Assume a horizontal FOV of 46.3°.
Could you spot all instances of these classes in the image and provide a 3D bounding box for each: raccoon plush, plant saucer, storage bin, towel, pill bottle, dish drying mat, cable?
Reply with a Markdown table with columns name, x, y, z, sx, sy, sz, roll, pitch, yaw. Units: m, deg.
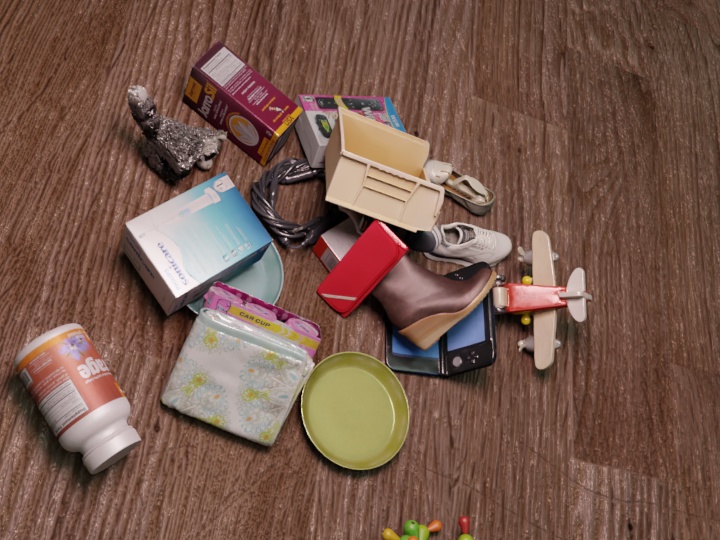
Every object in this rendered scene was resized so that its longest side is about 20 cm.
| name | x | y | z | sx | sy | sz | roll | pitch | yaw |
| --- | --- | --- | --- | --- | --- | --- | --- | --- | --- |
| raccoon plush | -0.305 | -0.252 | 1.452 | 0.096 | 0.202 | 0.134 | 22 | 52 | 26 |
| plant saucer | -0.230 | 0.004 | 1.440 | 0.197 | 0.036 | 0.203 | 9 | 64 | -19 |
| storage bin | 0.039 | -0.172 | 1.448 | 0.196 | 0.095 | 0.201 | 18 | 27 | -14 |
| towel | -0.191 | 0.170 | 1.314 | 0.198 | 0.048 | 0.173 | 25 | 103 | -11 |
| pill bottle | -0.409 | 0.189 | 1.230 | 0.111 | 0.112 | 0.201 | -30 | 81 | -32 |
| dish drying mat | 0.000 | 0.000 | 1.450 | 0.077 | 0.200 | 0.018 | 45 | 38 | 4 |
| cable | -0.109 | -0.134 | 1.557 | 0.163 | 0.051 | 0.200 | 42 | 55 | 7 |
| plant saucer | -0.012 | 0.239 | 1.429 | 0.197 | 0.031 | 0.203 | 10 | 63 | -20 |

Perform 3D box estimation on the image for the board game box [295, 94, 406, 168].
| name | x | y | z | sx | sy | sz | roll | pitch | yaw |
| --- | --- | --- | --- | --- | --- | --- | --- | --- | --- |
| board game box | -0.017 | -0.268 | 1.624 | 0.197 | 0.065 | 0.149 | -3 | 52 | -26 |

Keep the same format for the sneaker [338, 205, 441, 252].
| name | x | y | z | sx | sy | sz | roll | pitch | yaw |
| --- | --- | --- | --- | --- | --- | --- | --- | --- | --- |
| sneaker | 0.047 | -0.083 | 1.502 | 0.198 | 0.079 | 0.079 | 33 | 46 | 12 |

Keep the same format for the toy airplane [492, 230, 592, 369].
| name | x | y | z | sx | sy | sz | roll | pitch | yaw |
| --- | --- | --- | --- | --- | --- | --- | --- | --- | --- |
| toy airplane | 0.343 | 0.055 | 1.607 | 0.200 | 0.141 | 0.199 | -46 | 74 | 0 |

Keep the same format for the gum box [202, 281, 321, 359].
| name | x | y | z | sx | sy | sz | roll | pitch | yaw |
| --- | --- | --- | --- | --- | --- | --- | --- | --- | --- |
| gum box | -0.176 | 0.110 | 1.359 | 0.198 | 0.066 | 0.115 | 24 | 103 | -14 |

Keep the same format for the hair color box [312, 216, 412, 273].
| name | x | y | z | sx | sy | sz | roll | pitch | yaw |
| --- | --- | --- | --- | --- | --- | --- | --- | --- | --- |
| hair color box | 0.021 | -0.053 | 1.562 | 0.199 | 0.064 | 0.111 | -33 | 80 | -31 |

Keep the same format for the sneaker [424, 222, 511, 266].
| name | x | y | z | sx | sy | sz | roll | pitch | yaw |
| --- | --- | --- | --- | --- | --- | --- | --- | --- | --- |
| sneaker | 0.219 | -0.054 | 1.639 | 0.197 | 0.081 | 0.078 | 0 | 65 | -25 |

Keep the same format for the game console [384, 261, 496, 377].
| name | x | y | z | sx | sy | sz | roll | pitch | yaw |
| --- | --- | --- | --- | --- | --- | --- | --- | --- | --- |
| game console | 0.143 | 0.080 | 1.526 | 0.118 | 0.169 | 0.203 | 25 | 55 | -42 |

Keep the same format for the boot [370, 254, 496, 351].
| name | x | y | z | sx | sy | sz | roll | pitch | yaw |
| --- | --- | --- | --- | --- | --- | --- | --- | --- | --- |
| boot | 0.123 | 0.021 | 1.478 | 0.200 | 0.072 | 0.167 | -42 | 91 | -1 |

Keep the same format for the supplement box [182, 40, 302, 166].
| name | x | y | z | sx | sy | sz | roll | pitch | yaw |
| --- | --- | --- | --- | --- | --- | --- | --- | --- | --- |
| supplement box | -0.218 | -0.305 | 1.546 | 0.199 | 0.110 | 0.086 | 38 | 58 | -2 |

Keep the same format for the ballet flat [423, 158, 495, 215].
| name | x | y | z | sx | sy | sz | roll | pitch | yaw |
| --- | --- | --- | --- | --- | --- | --- | --- | --- | --- |
| ballet flat | 0.184 | -0.183 | 1.693 | 0.198 | 0.064 | 0.068 | 29 | 58 | -8 |

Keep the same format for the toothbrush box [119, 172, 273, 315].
| name | x | y | z | sx | sy | sz | roll | pitch | yaw |
| --- | --- | --- | --- | --- | --- | --- | --- | --- | --- |
| toothbrush box | -0.268 | -0.046 | 1.376 | 0.199 | 0.085 | 0.147 | -34 | 83 | -32 |

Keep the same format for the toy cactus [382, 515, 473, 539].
| name | x | y | z | sx | sy | sz | roll | pitch | yaw |
| --- | --- | --- | --- | --- | --- | --- | --- | --- | --- |
| toy cactus | 0.107 | 0.482 | 1.341 | 0.197 | 0.102 | 0.168 | -5 | 78 | -34 |
